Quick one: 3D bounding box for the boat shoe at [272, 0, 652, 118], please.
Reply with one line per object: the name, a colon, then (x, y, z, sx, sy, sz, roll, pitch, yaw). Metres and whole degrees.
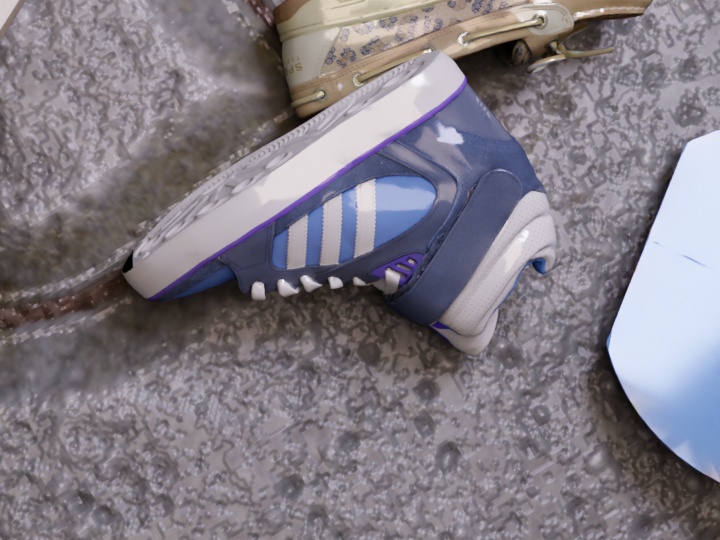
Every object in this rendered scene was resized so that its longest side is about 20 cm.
boat shoe: (0.057, -0.122, 1.047, 0.199, 0.073, 0.063, -9, 90, -1)

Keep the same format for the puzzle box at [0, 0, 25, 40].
puzzle box: (-0.247, -0.196, 1.019, 0.199, 0.025, 0.133, 32, 77, -5)

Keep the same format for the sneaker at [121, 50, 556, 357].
sneaker: (0.000, 0.000, 1.011, 0.200, 0.081, 0.147, -33, 105, 4)

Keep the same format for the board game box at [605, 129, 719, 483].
board game box: (0.216, 0.022, 1.070, 0.157, 0.039, 0.201, 24, 74, -1)
